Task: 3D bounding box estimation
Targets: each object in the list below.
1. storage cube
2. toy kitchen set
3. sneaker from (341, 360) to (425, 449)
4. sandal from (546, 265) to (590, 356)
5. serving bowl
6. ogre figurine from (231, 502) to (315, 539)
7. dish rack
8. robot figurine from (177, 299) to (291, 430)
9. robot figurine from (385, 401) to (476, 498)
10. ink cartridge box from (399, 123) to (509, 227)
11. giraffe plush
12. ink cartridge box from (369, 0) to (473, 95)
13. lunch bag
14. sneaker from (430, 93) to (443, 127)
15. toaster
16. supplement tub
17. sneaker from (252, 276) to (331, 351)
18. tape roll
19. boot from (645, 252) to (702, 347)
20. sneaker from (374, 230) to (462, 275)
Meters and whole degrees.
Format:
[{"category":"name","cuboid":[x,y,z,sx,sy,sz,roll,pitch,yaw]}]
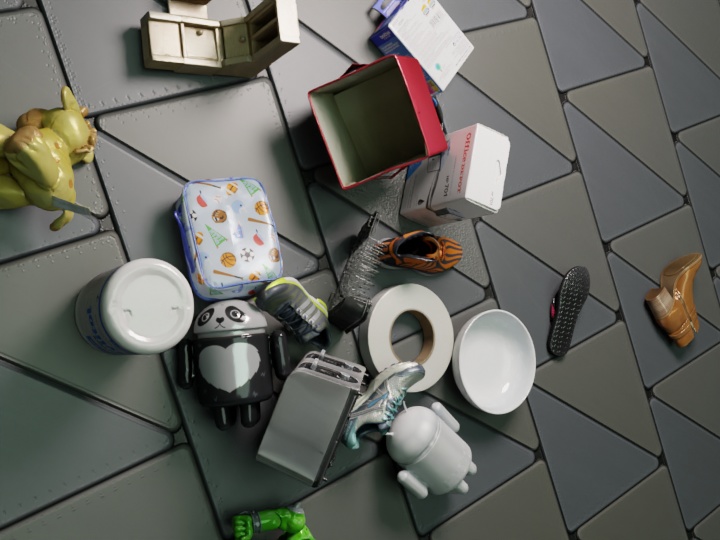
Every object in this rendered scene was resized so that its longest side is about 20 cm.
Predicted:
[{"category":"storage cube","cuboid":[0.036,-0.263,1.408,0.203,0.169,0.180,69,20,-5]},{"category":"toy kitchen set","cuboid":[-0.232,-0.424,1.294,0.198,0.179,0.166,-4,86,-36]},{"category":"sneaker","cuboid":[0.040,0.241,1.412,0.199,0.087,0.078,-35,144,-5]},{"category":"sandal","cuboid":[0.440,0.084,1.739,0.074,0.045,0.203,18,90,-23]},{"category":"serving bowl","cuboid":[0.254,0.180,1.594,0.197,0.065,0.204,3,84,-31]},{"category":"ogre figurine","cuboid":[-0.126,0.469,1.314,0.119,0.098,0.202,-24,86,-19]},{"category":"dish rack","cuboid":[0.000,0.000,1.414,0.054,0.153,0.203,22,71,-10]},{"category":"robot figurine","cuboid":[-0.203,0.148,1.282,0.149,0.124,0.204,-2,85,-38]},{"category":"robot figurine","cuboid":[0.125,0.328,1.471,0.200,0.112,0.171,44,55,-20]},{"category":"ink cartridge box","cuboid":[0.174,-0.174,1.505,0.085,0.199,0.149,18,75,-29]},{"category":"giraffe plush","cuboid":[-0.456,-0.178,1.161,0.198,0.173,0.164,25,50,-16]},{"category":"ink cartridge box","cuboid":[0.112,-0.458,1.571,0.200,0.076,0.137,46,63,-21]},{"category":"lunch bag","cuboid":[-0.218,-0.056,1.305,0.158,0.076,0.203,-9,73,-27]},{"category":"sneaker","cuboid":[0.082,-0.327,1.517,0.199,0.111,0.074,39,66,-22]},{"category":"toaster","cuboid":[-0.076,0.237,1.290,0.117,0.181,0.203,22,96,3]},{"category":"supplement tub","cuboid":[-0.332,0.057,1.170,0.130,0.199,0.134,4,82,-30]},{"category":"sneaker","cuboid":[-0.102,0.074,1.330,0.199,0.074,0.082,32,25,-54]},{"category":"tape roll","cuboid":[0.088,0.127,1.516,0.200,0.037,0.206,4,82,-32]},{"category":"boot","cuboid":[0.778,0.070,1.920,0.200,0.076,0.156,-45,106,-24]},{"category":"sneaker","cuboid":[0.132,-0.032,1.515,0.197,0.112,0.079,-4,87,-32]}]
